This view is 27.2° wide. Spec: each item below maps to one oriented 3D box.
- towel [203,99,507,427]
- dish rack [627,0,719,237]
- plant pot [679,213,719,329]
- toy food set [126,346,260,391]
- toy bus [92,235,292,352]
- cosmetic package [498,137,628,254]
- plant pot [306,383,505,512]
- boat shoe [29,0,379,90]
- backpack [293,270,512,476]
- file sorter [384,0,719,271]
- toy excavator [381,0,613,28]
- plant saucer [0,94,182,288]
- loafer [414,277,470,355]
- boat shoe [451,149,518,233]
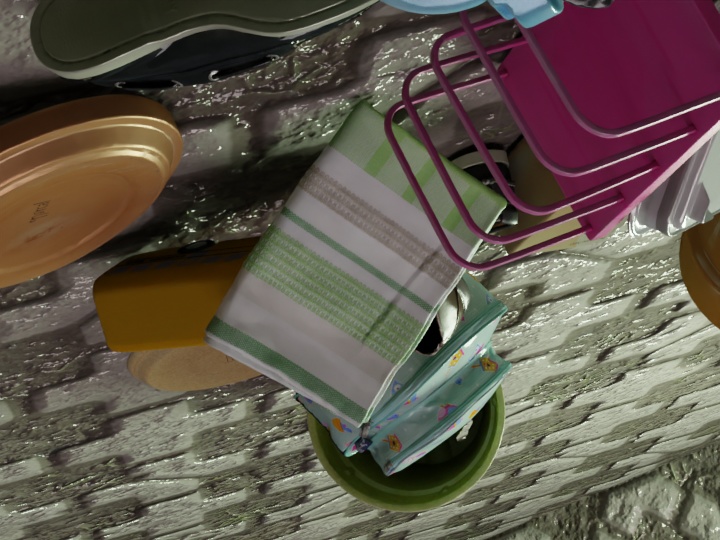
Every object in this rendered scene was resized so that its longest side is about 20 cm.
[{"bbox_3d":[0.000,0.000,1.046,0.149,0.031,0.200,32,95,-30],"label":"towel"},{"bbox_3d":[0.262,-0.107,1.014,0.200,0.043,0.172,-24,135,-52],"label":"dish rack"},{"bbox_3d":[0.380,-0.058,1.270,0.200,0.200,0.183,-16,146,-4],"label":"plant pot"},{"bbox_3d":[-0.113,0.055,1.332,0.198,0.049,0.200,-21,161,8],"label":"toy food set"},{"bbox_3d":[-0.093,0.014,1.109,0.200,0.065,0.078,-6,-164,24],"label":"toy bus"},{"bbox_3d":[0.187,-0.088,1.157,0.105,0.071,0.200,-10,160,-24],"label":"cosmetic package"},{"bbox_3d":[0.060,0.146,1.572,0.200,0.201,0.184,-20,173,8],"label":"plant pot"},{"bbox_3d":[-0.069,-0.136,0.784,0.199,0.075,0.066,-19,164,6],"label":"boat shoe"},{"bbox_3d":[0.047,0.081,1.360,0.176,0.153,0.200,-38,165,-28],"label":"backpack"},{"bbox_3d":[0.114,-0.104,0.907,0.125,0.139,0.200,-20,164,-26],"label":"file sorter"},{"bbox_3d":[-0.001,-0.169,0.630,0.200,0.100,0.195,-26,123,18],"label":"toy excavator"},{"bbox_3d":[-0.202,-0.040,0.939,0.200,0.032,0.200,-28,165,-8],"label":"plant saucer"},{"bbox_3d":[0.026,-0.002,1.159,0.073,0.071,0.200,-15,137,32],"label":"loafer"},{"bbox_3d":[0.057,-0.027,1.224,0.072,0.068,0.200,-9,162,-39],"label":"boat shoe"}]
